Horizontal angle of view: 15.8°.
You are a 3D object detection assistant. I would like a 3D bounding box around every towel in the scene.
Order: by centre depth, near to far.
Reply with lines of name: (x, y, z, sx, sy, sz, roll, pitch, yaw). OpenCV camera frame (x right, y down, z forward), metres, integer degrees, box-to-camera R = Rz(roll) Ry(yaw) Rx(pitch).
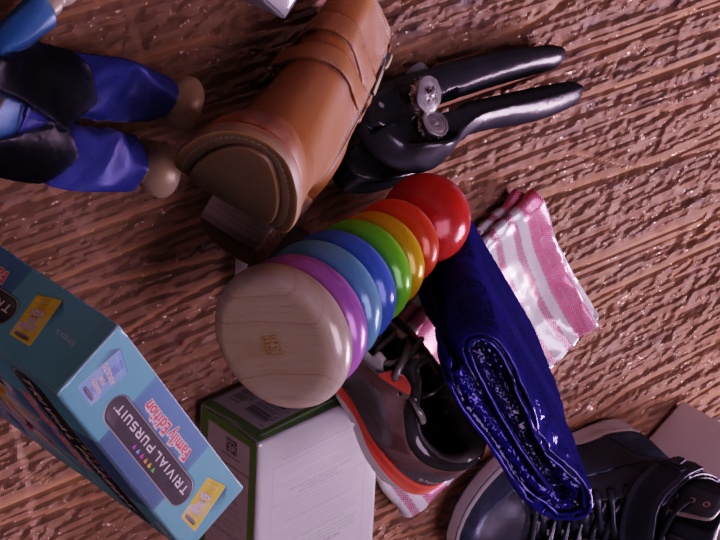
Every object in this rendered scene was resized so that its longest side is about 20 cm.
towel: (0.079, 0.054, 1.587, 0.049, 0.200, 0.148, -27, 117, 8)
towel: (0.072, 0.057, 1.724, 0.200, 0.030, 0.147, -47, 139, -15)

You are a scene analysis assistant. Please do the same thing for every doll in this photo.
doll: (-0.168, -0.087, 1.354, 0.200, 0.048, 0.137, 4, 110, -52)

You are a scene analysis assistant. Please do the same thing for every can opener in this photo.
can opener: (0.063, -0.105, 1.601, 0.200, 0.078, 0.064, -26, 92, -40)

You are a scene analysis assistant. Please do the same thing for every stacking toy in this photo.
stacking toy: (0.000, 0.000, 1.492, 0.200, 0.085, 0.086, -40, 141, -51)

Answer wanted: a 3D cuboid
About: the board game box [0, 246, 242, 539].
board game box: (-0.167, 0.045, 1.317, 0.047, 0.200, 0.151, -48, 140, -14)

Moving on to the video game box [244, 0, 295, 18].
video game box: (-0.054, -0.258, 1.375, 0.183, 0.047, 0.200, -59, 142, -5)

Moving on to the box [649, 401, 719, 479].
box: (0.265, 0.218, 1.982, 0.124, 0.097, 0.200, -46, 140, -17)

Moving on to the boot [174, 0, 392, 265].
boot: (-0.034, -0.096, 1.437, 0.155, 0.073, 0.200, -58, 179, -13)

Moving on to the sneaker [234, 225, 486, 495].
sneaker: (0.009, 0.044, 1.549, 0.200, 0.082, 0.077, 50, 56, -15)

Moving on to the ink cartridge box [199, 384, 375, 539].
ink cartridge box: (-0.047, 0.161, 1.633, 0.104, 0.059, 0.201, -23, 129, -38)

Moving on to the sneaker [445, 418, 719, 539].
sneaker: (0.170, 0.175, 1.815, 0.202, 0.146, 0.077, -19, 128, -38)
